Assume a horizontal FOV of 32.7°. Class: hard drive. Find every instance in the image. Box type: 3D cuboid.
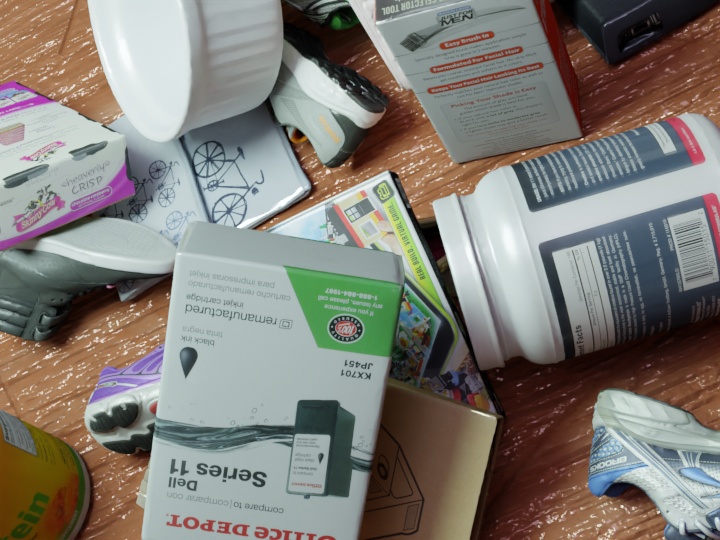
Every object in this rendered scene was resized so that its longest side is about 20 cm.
[{"bbox_3d":[0.250,-0.271,0.997,0.200,0.042,0.135,-34,59,5],"label":"hard drive"}]

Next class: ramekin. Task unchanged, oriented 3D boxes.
[{"bbox_3d":[-0.146,-0.215,1.025,0.097,0.201,0.201,-17,54,-28],"label":"ramekin"}]

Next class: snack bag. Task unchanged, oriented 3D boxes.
[{"bbox_3d":[-0.153,-0.091,1.091,0.199,0.021,0.189,-28,59,8],"label":"snack bag"}]

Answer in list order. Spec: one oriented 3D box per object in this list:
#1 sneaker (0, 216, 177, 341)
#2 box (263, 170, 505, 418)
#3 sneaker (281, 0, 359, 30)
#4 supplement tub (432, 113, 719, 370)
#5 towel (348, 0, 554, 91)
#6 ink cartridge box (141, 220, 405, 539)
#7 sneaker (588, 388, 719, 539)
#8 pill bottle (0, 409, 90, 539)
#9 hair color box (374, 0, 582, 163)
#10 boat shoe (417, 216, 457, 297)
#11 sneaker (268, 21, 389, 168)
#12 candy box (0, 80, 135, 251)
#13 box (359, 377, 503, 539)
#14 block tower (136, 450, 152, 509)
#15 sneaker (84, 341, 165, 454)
[{"bbox_3d":[-0.245,0.011,1.049,0.199,0.100,0.071,5,24,12],"label":"sneaker"},{"bbox_3d":[0.017,0.041,0.904,0.110,0.035,0.201,-25,87,11],"label":"box"},{"bbox_3d":[-0.048,-0.244,1.054,0.199,0.086,0.078,7,32,42],"label":"sneaker"},{"bbox_3d":[0.161,-0.017,0.846,0.199,0.140,0.141,-16,62,4],"label":"supplement tub"},{"bbox_3d":[0.072,-0.268,0.956,0.199,0.191,0.032,-30,22,10],"label":"towel"},{"bbox_3d":[-0.058,0.083,0.801,0.146,0.083,0.201,8,106,-4],"label":"ink cartridge box"},{"bbox_3d":[0.240,0.146,0.804,0.199,0.077,0.086,16,83,35],"label":"sneaker"},{"bbox_3d":[-0.304,0.155,0.934,0.110,0.200,0.112,-9,64,18],"label":"pill bottle"},{"bbox_3d":[0.093,-0.164,0.920,0.110,0.200,0.064,-10,64,17],"label":"hair color box"},{"bbox_3d":[0.000,0.000,0.960,0.199,0.066,0.074,-19,61,13],"label":"boat shoe"},{"bbox_3d":[-0.059,-0.163,1.058,0.200,0.074,0.080,48,118,38],"label":"sneaker"},{"bbox_3d":[-0.310,-0.097,1.076,0.136,0.061,0.200,-27,37,-33],"label":"candy box"},{"bbox_3d":[-0.005,0.151,0.878,0.199,0.021,0.164,16,103,28],"label":"box"},{"bbox_3d":[-0.101,0.087,0.882,0.058,0.054,0.201,27,108,25],"label":"block tower"},{"bbox_3d":[-0.127,0.079,0.974,0.199,0.081,0.084,-13,45,10],"label":"sneaker"}]
